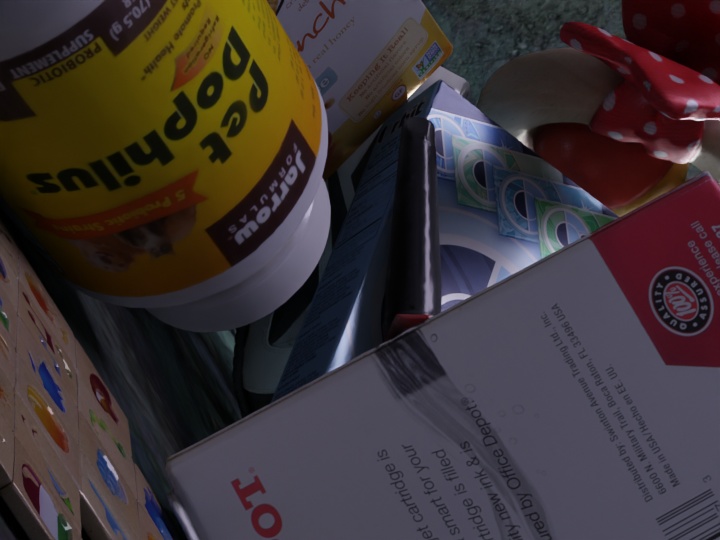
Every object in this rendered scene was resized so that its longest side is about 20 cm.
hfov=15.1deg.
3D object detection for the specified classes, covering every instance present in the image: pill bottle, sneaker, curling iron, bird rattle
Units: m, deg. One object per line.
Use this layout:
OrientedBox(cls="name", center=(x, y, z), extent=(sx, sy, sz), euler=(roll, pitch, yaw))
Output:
OrientedBox(cls="pill bottle", center=(-0.078, -0.061, 0.861), extent=(0.110, 0.109, 0.200), euler=(62, 4, 36))
OrientedBox(cls="sneaker", center=(0.000, 0.000, 1.133), extent=(0.074, 0.088, 0.201), euler=(-57, 159, -59))
OrientedBox(cls="curling iron", center=(0.010, 0.026, 0.966), extent=(0.049, 0.026, 0.201), euler=(25, 55, -21))
OrientedBox(cls="bird rattle", center=(0.118, -0.045, 1.089), extent=(0.200, 0.162, 0.113), euler=(31, 65, -50))

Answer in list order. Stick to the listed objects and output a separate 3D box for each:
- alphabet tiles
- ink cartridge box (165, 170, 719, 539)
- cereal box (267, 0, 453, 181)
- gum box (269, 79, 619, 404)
OrientedBox(cls="alphabet tiles", center=(-0.088, 0.036, 0.743), extent=(0.168, 0.008, 0.200), euler=(59, 2, -18))
OrientedBox(cls="ink cartridge box", center=(0.057, 0.085, 0.856), extent=(0.146, 0.199, 0.083), euler=(61, -7, 13))
OrientedBox(cls="cereal box", center=(-0.057, -0.086, 0.991), extent=(0.040, 0.144, 0.200), euler=(44, -1, 32))
OrientedBox(cls="gum box", center=(0.055, 0.054, 1.034), extent=(0.170, 0.045, 0.201), euler=(35, 52, -19))
